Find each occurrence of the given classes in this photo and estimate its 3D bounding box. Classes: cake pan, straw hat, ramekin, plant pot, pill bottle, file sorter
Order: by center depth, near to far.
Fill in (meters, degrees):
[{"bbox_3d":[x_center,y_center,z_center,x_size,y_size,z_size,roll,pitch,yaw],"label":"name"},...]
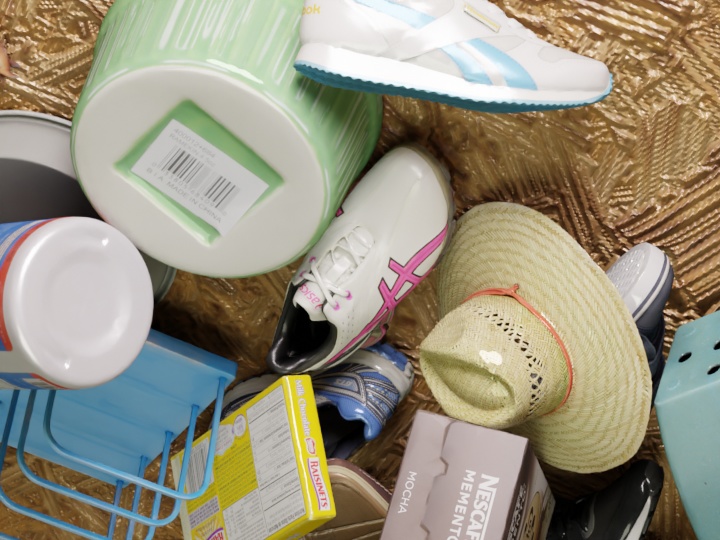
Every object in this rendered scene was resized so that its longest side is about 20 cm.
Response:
[{"bbox_3d":[-0.091,-0.091,1.459,0.198,0.098,0.201,9,132,10],"label":"ramekin"},{"bbox_3d":[0.089,0.060,1.474,0.200,0.085,0.203,30,132,39],"label":"straw hat"},{"bbox_3d":[0.289,0.124,1.502,0.141,0.142,0.200,-24,114,33],"label":"plant pot"},{"bbox_3d":[-0.236,0.024,1.516,0.199,0.113,0.112,-2,134,51],"label":"pill bottle"},{"bbox_3d":[-0.229,-0.023,1.605,0.198,0.037,0.201,9,132,10],"label":"cake pan"},{"bbox_3d":[-0.202,0.137,1.646,0.138,0.124,0.200,23,142,-19],"label":"file sorter"}]

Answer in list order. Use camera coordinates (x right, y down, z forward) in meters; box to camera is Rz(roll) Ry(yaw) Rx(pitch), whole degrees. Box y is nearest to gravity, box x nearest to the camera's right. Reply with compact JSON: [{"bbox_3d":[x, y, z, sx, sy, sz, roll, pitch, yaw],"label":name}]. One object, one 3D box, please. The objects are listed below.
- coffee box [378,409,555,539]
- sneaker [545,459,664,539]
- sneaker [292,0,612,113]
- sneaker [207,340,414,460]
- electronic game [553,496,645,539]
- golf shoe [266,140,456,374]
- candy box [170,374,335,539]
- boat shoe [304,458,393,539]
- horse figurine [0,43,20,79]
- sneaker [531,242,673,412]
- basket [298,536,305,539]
[{"bbox_3d":[0.073,0.178,1.509,0.079,0.114,0.200,14,166,14],"label":"coffee box"},{"bbox_3d":[0.141,0.203,1.623,0.087,0.076,0.201,32,121,1],"label":"sneaker"},{"bbox_3d":[0.062,-0.142,1.377,0.198,0.082,0.076,10,177,-12],"label":"sneaker"},{"bbox_3d":[-0.051,0.119,1.639,0.077,0.086,0.199,42,130,-19],"label":"sneaker"},{"bbox_3d":[0.141,0.249,1.714,0.198,0.042,0.201,7,127,10],"label":"electronic game"},{"bbox_3d":[0.000,0.000,1.507,0.073,0.092,0.201,41,133,15],"label":"golf shoe"},{"bbox_3d":[-0.080,0.153,1.604,0.026,0.103,0.200,-4,162,-31],"label":"candy box"},{"bbox_3d":[0.018,0.192,1.636,0.072,0.072,0.200,-22,129,23],"label":"boat shoe"},{"bbox_3d":[-0.334,-0.178,1.489,0.132,0.050,0.201,-23,114,18],"label":"horse figurine"},{"bbox_3d":[0.175,0.059,1.522,0.079,0.079,0.200,29,140,-5],"label":"sneaker"},{"bbox_3d":[-0.025,0.274,1.734,0.122,0.136,0.201,-8,127,26],"label":"basket"}]
